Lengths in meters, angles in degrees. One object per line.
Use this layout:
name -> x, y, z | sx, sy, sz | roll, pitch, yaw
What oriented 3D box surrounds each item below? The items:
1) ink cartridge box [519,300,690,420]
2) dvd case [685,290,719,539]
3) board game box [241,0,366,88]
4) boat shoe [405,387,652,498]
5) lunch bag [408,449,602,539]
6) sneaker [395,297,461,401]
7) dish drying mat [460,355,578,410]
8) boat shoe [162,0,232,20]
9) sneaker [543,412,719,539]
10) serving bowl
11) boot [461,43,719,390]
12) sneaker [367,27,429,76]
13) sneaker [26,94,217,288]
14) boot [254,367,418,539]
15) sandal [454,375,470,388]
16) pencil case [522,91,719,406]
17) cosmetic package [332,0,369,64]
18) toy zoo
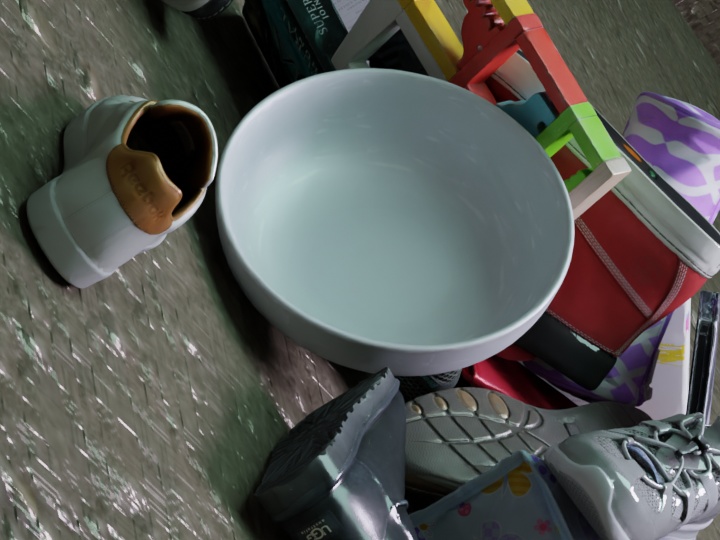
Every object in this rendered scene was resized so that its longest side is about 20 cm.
ink cartridge box -> 0.154, 0.014, 1.864 | 0.129, 0.125, 0.201 | -66, 156, -73
dvd case -> 0.199, 0.119, 1.718 | 0.149, 0.016, 0.201 | -39, 135, -81
board game box -> -0.014, -0.100, 1.770 | 0.201, 0.028, 0.135 | 63, -12, 10
boat shoe -> 0.090, 0.118, 1.646 | 0.199, 0.072, 0.076 | 8, 46, -31
lunch bag -> 0.125, 0.212, 1.540 | 0.169, 0.127, 0.201 | 23, 40, -60
sneaker -> 0.000, 0.000, 1.669 | 0.200, 0.077, 0.091 | 53, -30, 36
dish drying mat -> 0.114, 0.085, 1.734 | 0.200, 0.018, 0.077 | 37, 12, -40
boat shoe -> -0.095, -0.203, 1.725 | 0.060, 0.074, 0.200 | 45, 12, -33
sneaker -> 0.159, 0.101, 1.514 | 0.075, 0.082, 0.200 | 53, 16, 14
serving bowl -> 0.015, -0.016, 1.571 | 0.066, 0.199, 0.201 | 105, -28, -49
boot -> 0.098, -0.031, 1.673 | 0.200, 0.144, 0.072 | 47, 13, 6
sneaker -> 0.069, -0.086, 1.734 | 0.070, 0.082, 0.201 | 0, -65, 59
sneaker -> -0.098, -0.050, 1.377 | 0.073, 0.085, 0.200 | 55, 13, -13
boot -> 0.032, 0.162, 1.435 | 0.200, 0.066, 0.165 | 55, 23, -7
sandal -> 0.062, -0.002, 1.792 | 0.075, 0.048, 0.201 | 103, -16, -68
pencil case -> 0.170, -0.009, 1.732 | 0.085, 0.201, 0.084 | 25, 8, 18
cosmetic package -> 0.019, -0.141, 1.973 | 0.200, 0.081, 0.113 | 57, 15, -16
toy zoo -> 0.059, -0.103, 1.644 | 0.020, 0.131, 0.200 | -14, 69, -48
